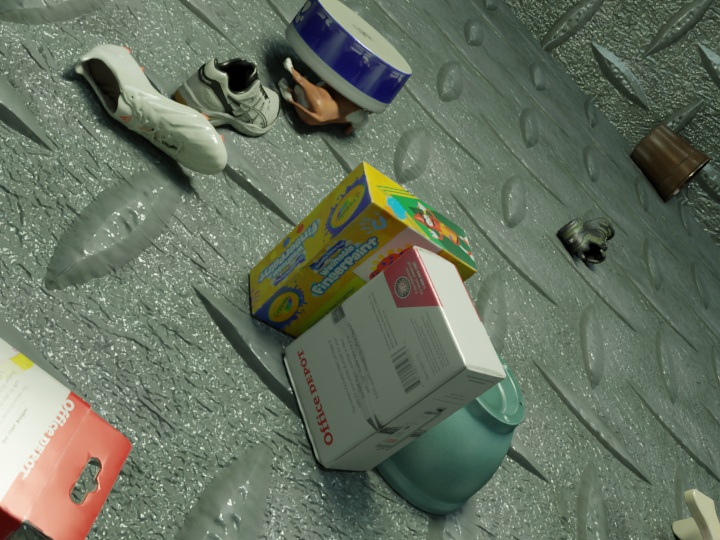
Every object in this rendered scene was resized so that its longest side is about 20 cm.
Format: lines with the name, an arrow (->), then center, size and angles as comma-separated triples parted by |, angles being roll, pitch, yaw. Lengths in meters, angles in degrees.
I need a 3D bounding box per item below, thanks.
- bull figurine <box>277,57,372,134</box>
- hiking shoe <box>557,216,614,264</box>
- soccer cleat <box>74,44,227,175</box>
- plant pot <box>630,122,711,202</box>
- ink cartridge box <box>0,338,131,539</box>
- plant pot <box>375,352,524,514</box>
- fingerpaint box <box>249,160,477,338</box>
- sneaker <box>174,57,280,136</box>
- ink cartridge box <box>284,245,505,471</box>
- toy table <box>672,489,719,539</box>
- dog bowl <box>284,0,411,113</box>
bull figurine -> -0.053, -0.269, 1.397 | 0.122, 0.065, 0.200 | 47, 21, 9
hiking shoe -> 0.509, -0.058, 1.978 | 0.198, 0.075, 0.102 | -5, 67, -47
soccer cleat -> -0.238, -0.175, 1.015 | 0.200, 0.069, 0.078 | 43, 33, 1
plant pot -> 1.021, -0.369, 2.982 | 0.199, 0.201, 0.200 | 48, 27, 13
ink cartridge box -> -0.268, 0.112, 0.615 | 0.200, 0.067, 0.117 | 42, 29, -15
plant pot -> 0.104, 0.158, 1.038 | 0.199, 0.134, 0.202 | 35, 31, -25
fingerpaint box -> 0.000, 0.000, 1.004 | 0.166, 0.200, 0.074 | 29, 33, -32
sneaker -> -0.152, -0.233, 1.184 | 0.076, 0.088, 0.199 | 53, 26, 10
ink cartridge box -> 0.030, 0.096, 0.933 | 0.082, 0.199, 0.148 | 19, 40, -49
toy table -> 0.562, 0.426, 1.371 | 0.200, 0.182, 0.118 | 42, 44, -32
dog bowl -> -0.017, -0.340, 1.398 | 0.199, 0.079, 0.201 | 36, 22, -16
